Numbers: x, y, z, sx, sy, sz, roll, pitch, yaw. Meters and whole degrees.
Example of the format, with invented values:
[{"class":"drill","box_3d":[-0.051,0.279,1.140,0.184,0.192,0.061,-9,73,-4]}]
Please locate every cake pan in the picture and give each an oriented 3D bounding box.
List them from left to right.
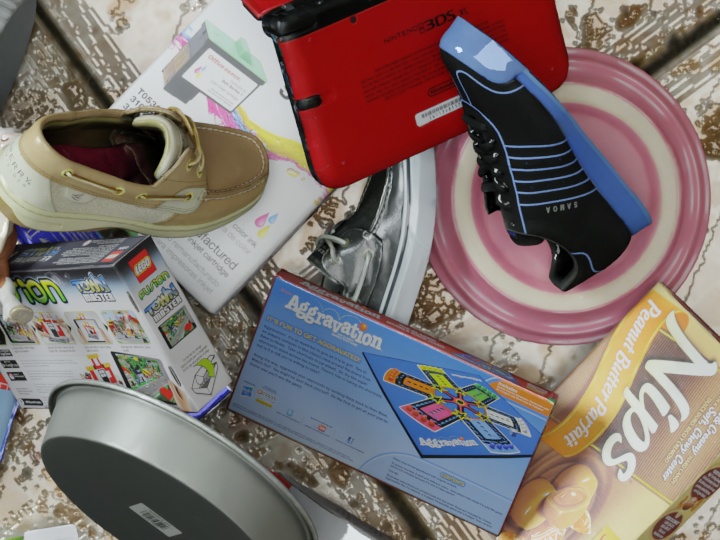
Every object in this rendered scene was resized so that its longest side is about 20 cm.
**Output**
[{"class":"cake pan","box_3d":[-0.122,0.143,1.600,0.200,0.200,0.037,32,65,0]}]

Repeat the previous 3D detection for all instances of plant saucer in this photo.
[{"class":"plant saucer","box_3d":[0.135,-0.049,1.672,0.200,0.051,0.201,0,93,0]}]

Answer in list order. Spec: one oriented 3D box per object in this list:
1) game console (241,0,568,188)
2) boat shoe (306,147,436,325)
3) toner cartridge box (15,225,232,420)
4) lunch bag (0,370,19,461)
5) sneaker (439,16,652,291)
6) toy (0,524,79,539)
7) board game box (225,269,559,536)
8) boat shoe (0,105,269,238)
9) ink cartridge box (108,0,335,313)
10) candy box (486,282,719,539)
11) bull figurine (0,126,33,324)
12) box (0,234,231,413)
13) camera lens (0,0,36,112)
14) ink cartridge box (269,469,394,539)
[{"class":"game console","box_3d":[0.011,-0.171,1.616,0.200,0.119,0.173,-25,113,-23]},{"class":"boat shoe","box_3d":[0.000,0.000,1.658,0.071,0.072,0.201,10,97,-16]},{"class":"toner cartridge box","box_3d":[-0.166,0.018,1.658,0.043,0.095,0.200,-40,92,-6]},{"class":"lunch bag","box_3d":[-0.310,0.059,1.680,0.199,0.094,0.151,14,91,-12]},{"class":"sneaker","box_3d":[0.103,-0.069,1.585,0.078,0.070,0.200,-44,116,-1]},{"class":"toy","box_3d":[-0.222,0.277,1.693,0.115,0.047,0.201,-10,87,18]},{"class":"board game box","box_3d":[0.019,0.086,1.633,0.199,0.019,0.103,25,111,9]},{"class":"boat shoe","box_3d":[-0.129,-0.065,1.532,0.066,0.200,0.074,-48,62,41]},{"class":"ink cartridge box","box_3d":[-0.078,-0.093,1.657,0.145,0.084,0.200,44,92,-1]},{"class":"candy box","box_3d":[0.172,0.121,1.652,0.200,0.055,0.115,-45,64,5]},{"class":"bull figurine","box_3d":[-0.261,-0.002,1.563,0.200,0.122,0.065,-39,134,25]},{"class":"box","box_3d":[-0.175,0.035,1.583,0.035,0.200,0.110,-41,114,-33]},{"class":"camera lens","box_3d":[-0.330,-0.155,1.622,0.199,0.160,0.160,24,93,0]},{"class":"ink cartridge box","box_3d":[-0.070,0.221,1.692,0.200,0.050,0.161,31,93,-2]}]
